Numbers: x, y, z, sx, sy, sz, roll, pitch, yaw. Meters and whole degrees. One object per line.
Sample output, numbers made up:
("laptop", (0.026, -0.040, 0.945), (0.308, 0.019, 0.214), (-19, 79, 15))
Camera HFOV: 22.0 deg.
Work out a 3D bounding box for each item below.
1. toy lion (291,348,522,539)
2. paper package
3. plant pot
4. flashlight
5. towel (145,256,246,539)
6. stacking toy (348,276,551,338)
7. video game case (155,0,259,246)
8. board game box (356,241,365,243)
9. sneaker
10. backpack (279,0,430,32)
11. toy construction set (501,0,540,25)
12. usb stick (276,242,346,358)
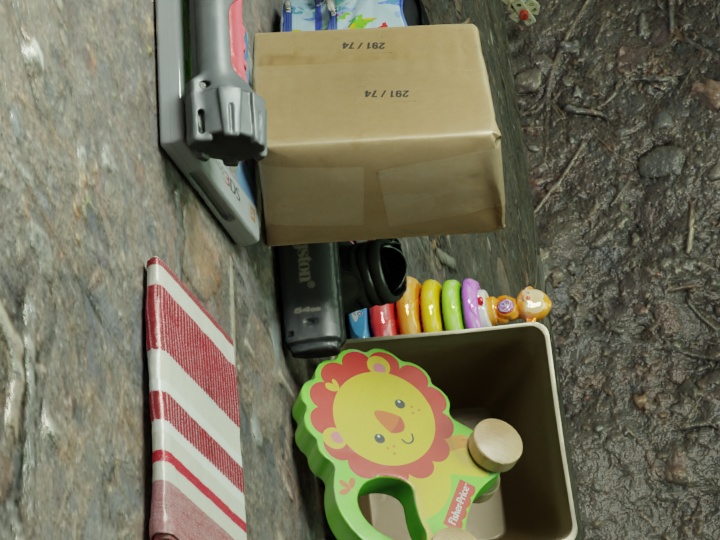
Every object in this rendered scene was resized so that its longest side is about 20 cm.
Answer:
("toy lion", (0.027, 0.160, 1.543), (0.069, 0.191, 0.201), (-61, -178, 45))
("paper package", (0.012, -0.116, 1.538), (0.191, 0.198, 0.104), (-94, 180, -53))
("plant pot", (0.076, 0.177, 1.705), (0.177, 0.198, 0.201), (100, -16, -71))
("flashlight", (-0.095, -0.175, 1.363), (0.068, 0.067, 0.201), (60, 22, -65))
("towel", (-0.114, 0.109, 1.248), (0.144, 0.023, 0.201), (57, 24, -58))
("stacking toy", (0.093, 0.049, 1.853), (0.110, 0.199, 0.117), (66, 19, -49))
("video game case", (-0.118, -0.146, 1.440), (0.182, 0.022, 0.201), (58, 25, -62))
("board game box", (-0.005, -0.130, 1.947), (0.126, 0.034, 0.201), (46, 36, -69))
("sneaker", (0.000, 0.000, 1.698), (0.200, 0.098, 0.071), (-58, 134, -75))
("backpack", (0.003, -0.174, 1.731), (0.200, 0.146, 0.184), (-99, 174, -60))
("toy construction set", (0.287, -0.568, 3.635), (0.201, 0.092, 0.132), (-104, 175, -46))
("usb stick", (-0.046, -0.022, 1.603), (0.033, 0.055, 0.201), (96, -11, -69))
